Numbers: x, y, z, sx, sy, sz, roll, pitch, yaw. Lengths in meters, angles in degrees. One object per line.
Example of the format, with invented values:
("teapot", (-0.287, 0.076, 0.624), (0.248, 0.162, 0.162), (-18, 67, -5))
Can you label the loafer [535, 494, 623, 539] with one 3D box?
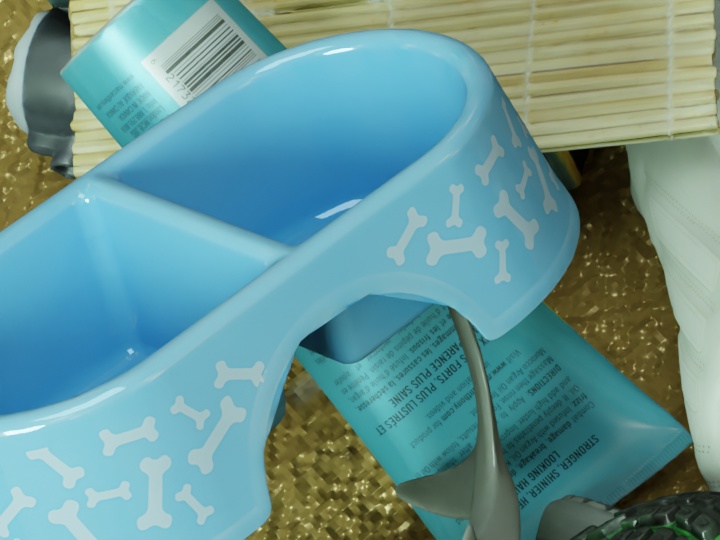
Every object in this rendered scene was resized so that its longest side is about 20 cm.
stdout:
("loafer", (0.126, 0.128, 0.789), (0.200, 0.075, 0.070), (25, 91, 31))

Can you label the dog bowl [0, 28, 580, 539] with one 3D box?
("dog bowl", (-0.036, 0.005, 0.737), (0.200, 0.050, 0.111), (-37, 35, -26))

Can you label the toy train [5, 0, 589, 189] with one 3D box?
("toy train", (-0.014, -0.070, 0.914), (0.200, 0.085, 0.114), (11, 74, 17))

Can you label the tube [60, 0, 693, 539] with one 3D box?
("tube", (0.000, 0.000, 0.841), (0.077, 0.050, 0.200), (-41, 94, 11))

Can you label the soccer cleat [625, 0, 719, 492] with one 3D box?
("soccer cleat", (0.112, -0.010, 0.863), (0.078, 0.069, 0.200), (-19, 49, 37))

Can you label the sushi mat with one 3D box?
("sushi mat", (0.005, -0.077, 0.863), (0.200, 0.012, 0.096), (-5, 81, 17))

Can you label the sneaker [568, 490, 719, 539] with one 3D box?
("sneaker", (0.056, 0.146, 0.746), (0.085, 0.078, 0.200), (32, 77, -18))

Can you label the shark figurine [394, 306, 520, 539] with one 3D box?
("shark figurine", (-0.013, 0.091, 0.719), (0.214, 0.090, 0.128), (-42, 39, -24))
